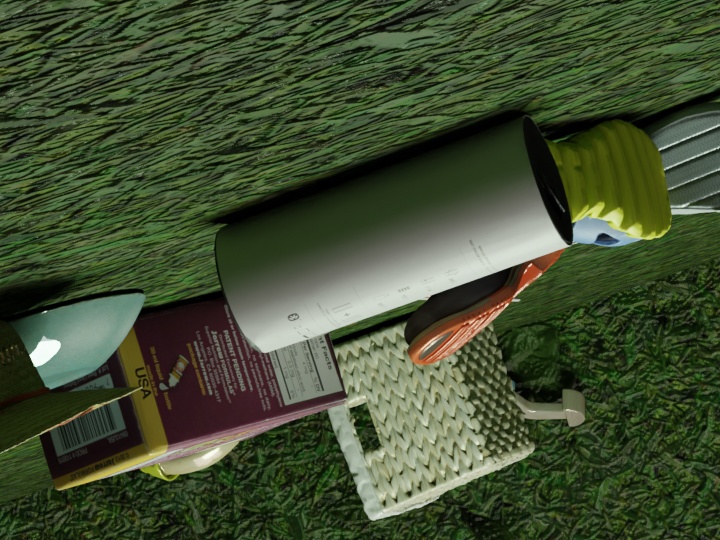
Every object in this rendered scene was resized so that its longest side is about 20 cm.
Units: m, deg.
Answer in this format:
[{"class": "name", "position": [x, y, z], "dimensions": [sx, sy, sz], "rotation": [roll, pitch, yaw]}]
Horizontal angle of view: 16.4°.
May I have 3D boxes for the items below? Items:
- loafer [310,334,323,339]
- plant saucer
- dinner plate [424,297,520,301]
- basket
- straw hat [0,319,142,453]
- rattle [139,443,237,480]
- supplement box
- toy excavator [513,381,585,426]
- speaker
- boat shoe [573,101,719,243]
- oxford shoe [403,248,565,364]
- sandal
[{"class": "loafer", "position": [0.000, 0.000, 1.638], "dimensions": [0.069, 0.071, 0.199], "rotation": [-3, 166, -37]}, {"class": "plant saucer", "position": [-0.233, 0.064, 1.670], "dimensions": [0.199, 0.039, 0.201], "rotation": [-18, 175, -1]}, {"class": "dinner plate", "position": [0.016, 0.010, 1.803], "dimensions": [0.198, 0.025, 0.200], "rotation": [3, 180, 0]}, {"class": "basket", "position": [0.074, 0.151, 2.762], "dimensions": [0.160, 0.200, 0.200], "rotation": [-22, 173, 18]}, {"class": "straw hat", "position": [-0.239, 0.075, 1.512], "dimensions": [0.200, 0.086, 0.201], "rotation": [-24, 180, 0]}, {"class": "rattle", "position": [-0.137, 0.075, 2.171], "dimensions": [0.199, 0.143, 0.130], "rotation": [-33, -153, 1]}, {"class": "supplement box", "position": [-0.131, 0.084, 1.869], "dimensions": [0.199, 0.104, 0.130], "rotation": [-12, 172, -43]}, {"class": "toy excavator", "position": [0.202, 0.186, 3.627], "dimensions": [0.193, 0.101, 0.200], "rotation": [-19, 146, 34]}, {"class": "speaker", "position": [0.021, -0.020, 1.443], "dimensions": [0.199, 0.082, 0.081], "rotation": [-20, 174, 16]}, {"class": "boat shoe", "position": [0.204, -0.074, 1.668], "dimensions": [0.198, 0.074, 0.067], "rotation": [-13, -165, 20]}, {"class": "oxford shoe", "position": [0.067, 0.002, 1.663], "dimensions": [0.071, 0.073, 0.200], "rotation": [-42, 179, 31]}, {"class": "sandal", "position": [0.122, -0.048, 1.569], "dimensions": [0.087, 0.080, 0.199], "rotation": [-18, 168, 40]}]
